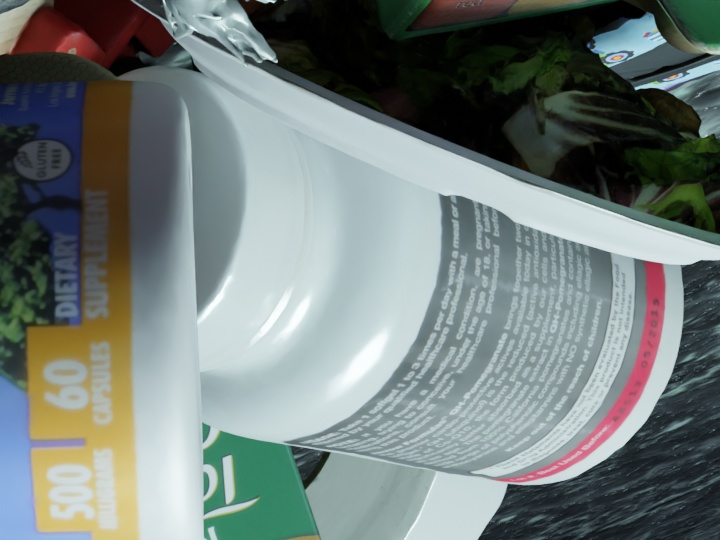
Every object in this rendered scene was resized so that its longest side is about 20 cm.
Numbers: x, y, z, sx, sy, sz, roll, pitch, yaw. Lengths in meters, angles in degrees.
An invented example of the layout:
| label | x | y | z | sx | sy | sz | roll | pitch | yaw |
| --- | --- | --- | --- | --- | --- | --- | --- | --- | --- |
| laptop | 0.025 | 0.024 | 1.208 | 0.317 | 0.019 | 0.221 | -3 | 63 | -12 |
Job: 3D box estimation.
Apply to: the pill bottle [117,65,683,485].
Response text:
| label | x | y | z | sx | sy | sz | roll | pitch | yaw |
| --- | --- | --- | --- | --- | --- | --- | --- | --- | --- |
| pill bottle | 0.000 | 0.000 | 0.893 | 0.111 | 0.111 | 0.200 | -30 | 154 | 30 |

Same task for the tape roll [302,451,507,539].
| label | x | y | z | sx | sy | sz | roll | pitch | yaw |
| --- | --- | --- | --- | --- | --- | --- | --- | --- | --- |
| tape roll | -0.038 | 0.050 | 1.226 | 0.202 | 0.203 | 0.071 | -28 | 164 | 23 |

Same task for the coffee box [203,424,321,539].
| label | x | y | z | sx | sy | sz | roll | pitch | yaw |
| --- | --- | --- | --- | --- | --- | --- | --- | --- | --- |
| coffee box | -0.096 | 0.044 | 1.129 | 0.123 | 0.201 | 0.044 | -18 | -172 | -9 |

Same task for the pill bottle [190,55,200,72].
| label | x | y | z | sx | sy | sz | roll | pitch | yaw |
| --- | --- | --- | --- | --- | --- | --- | --- | --- | --- |
| pill bottle | 0.008 | -0.049 | 1.071 | 0.112 | 0.112 | 0.200 | -21 | 158 | -1 |

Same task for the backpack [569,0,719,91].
| label | x | y | z | sx | sy | sz | roll | pitch | yaw |
| --- | --- | --- | --- | --- | --- | --- | --- | --- | --- |
| backpack | 0.101 | -0.134 | 0.899 | 0.200 | 0.135 | 0.182 | -29 | 163 | 33 |

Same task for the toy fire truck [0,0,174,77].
| label | x | y | z | sx | sy | sz | roll | pitch | yaw |
| --- | --- | --- | --- | --- | --- | --- | --- | --- | --- |
| toy fire truck | -0.110 | -0.064 | 0.820 | 0.200 | 0.049 | 0.141 | -54 | 159 | -5 |

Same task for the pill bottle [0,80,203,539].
| label | x | y | z | sx | sy | sz | roll | pitch | yaw |
| --- | --- | --- | --- | --- | --- | --- | --- | --- | --- |
| pill bottle | -0.136 | 0.016 | 0.672 | 0.199 | 0.112 | 0.112 | -3 | 163 | -3 |

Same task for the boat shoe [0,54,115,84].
| label | x | y | z | sx | sy | sz | roll | pitch | yaw |
| --- | --- | --- | --- | --- | --- | --- | --- | --- | --- |
| boat shoe | -0.131 | 0.024 | 0.778 | 0.200 | 0.072 | 0.068 | -44 | 160 | 0 |

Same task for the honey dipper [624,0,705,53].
| label | x | y | z | sx | sy | sz | roll | pitch | yaw |
| --- | --- | --- | --- | --- | --- | --- | --- | --- | --- |
| honey dipper | 0.023 | -0.103 | 0.824 | 0.038 | 0.200 | 0.038 | -28 | 134 | -34 |

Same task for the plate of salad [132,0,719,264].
| label | x | y | z | sx | sy | sz | roll | pitch | yaw |
| --- | --- | --- | --- | --- | --- | --- | --- | --- | --- |
| plate of salad | 0.030 | -0.051 | 0.775 | 0.200 | 0.200 | 0.048 | 6 | 108 | -59 |

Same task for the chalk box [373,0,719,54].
| label | x | y | z | sx | sy | sz | roll | pitch | yaw |
| --- | --- | --- | --- | --- | --- | --- | --- | --- | --- |
| chalk box | 0.061 | -0.137 | 0.710 | 0.124 | 0.200 | 0.124 | -11 | 162 | -31 |

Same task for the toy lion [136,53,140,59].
| label | x | y | z | sx | sy | sz | roll | pitch | yaw |
| --- | --- | --- | --- | --- | --- | --- | --- | --- | --- |
| toy lion | -0.186 | -0.050 | 0.969 | 0.191 | 0.069 | 0.200 | -6 | 160 | -22 |

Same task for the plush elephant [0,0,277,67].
| label | x | y | z | sx | sy | sz | roll | pitch | yaw |
| --- | --- | --- | --- | --- | --- | --- | --- | --- | --- |
| plush elephant | -0.121 | -0.116 | 0.683 | 0.200 | 0.165 | 0.155 | 34 | 171 | -34 |
